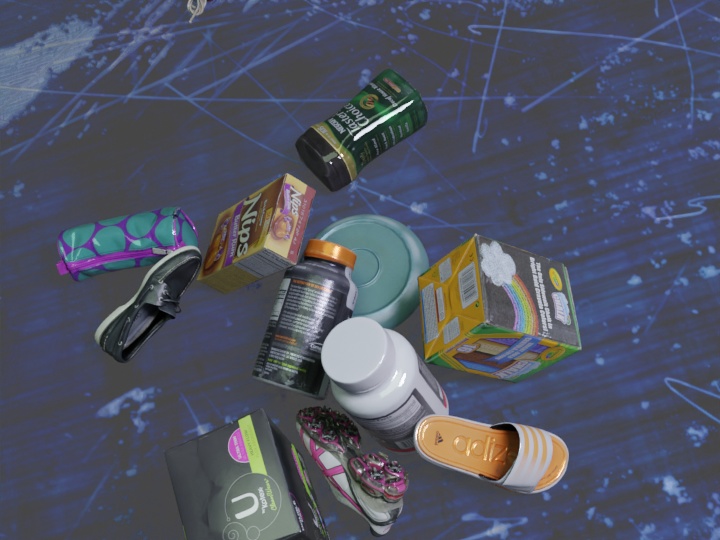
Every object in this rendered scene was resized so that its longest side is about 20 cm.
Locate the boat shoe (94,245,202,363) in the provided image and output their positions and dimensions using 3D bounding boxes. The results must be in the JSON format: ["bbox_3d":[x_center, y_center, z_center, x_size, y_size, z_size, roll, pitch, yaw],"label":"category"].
[{"bbox_3d":[-0.294,0.053,1.128,0.199,0.075,0.066,-43,58,-6],"label":"boat shoe"}]

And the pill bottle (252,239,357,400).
[{"bbox_3d":[-0.066,0.062,1.042,0.105,0.106,0.202,14,80,18],"label":"pill bottle"}]

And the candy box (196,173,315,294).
[{"bbox_3d":[-0.150,-0.048,1.102,0.199,0.056,0.118,-20,49,49],"label":"candy box"}]

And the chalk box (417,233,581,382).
[{"bbox_3d":[0.188,0.058,0.986,0.198,0.124,0.126,17,55,-29],"label":"chalk box"}]

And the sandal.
[{"bbox_3d":[0.163,0.217,0.921,0.204,0.059,0.080,13,76,-16],"label":"sandal"}]

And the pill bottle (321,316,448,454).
[{"bbox_3d":[0.029,0.138,0.944,0.110,0.200,0.112,-12,54,18],"label":"pill bottle"}]

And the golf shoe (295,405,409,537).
[{"bbox_3d":[-0.024,0.246,0.978,0.072,0.093,0.200,-3,27,-38],"label":"golf shoe"}]

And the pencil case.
[{"bbox_3d":[-0.352,-0.040,1.186,0.198,0.086,0.093,-11,33,6],"label":"pencil case"}]

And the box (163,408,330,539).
[{"bbox_3d":[-0.122,0.277,0.910,0.123,0.200,0.150,-23,60,-2],"label":"box"}]

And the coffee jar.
[{"bbox_3d":[0.000,-0.215,1.208,0.200,0.086,0.104,-39,62,-10],"label":"coffee jar"}]

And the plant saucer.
[{"bbox_3d":[0.000,0.000,1.130,0.198,0.027,0.202,-4,62,8],"label":"plant saucer"}]

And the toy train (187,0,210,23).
[{"bbox_3d":[-0.328,-0.536,1.448,0.115,0.085,0.202,5,64,25],"label":"toy train"}]
